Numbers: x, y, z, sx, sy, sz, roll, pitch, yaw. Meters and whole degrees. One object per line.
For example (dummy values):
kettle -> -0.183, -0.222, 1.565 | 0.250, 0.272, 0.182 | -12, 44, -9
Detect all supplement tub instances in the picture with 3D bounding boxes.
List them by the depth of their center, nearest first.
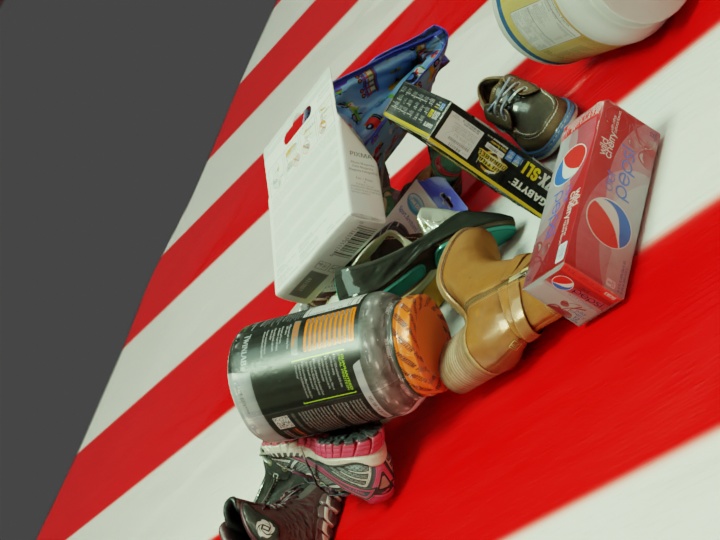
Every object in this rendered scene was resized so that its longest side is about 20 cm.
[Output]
supplement tub -> -0.017, 0.091, 1.541 | 0.200, 0.123, 0.123 | -14, 38, 26
supplement tub -> 0.235, -0.293, 1.618 | 0.145, 0.145, 0.200 | -62, 17, -12

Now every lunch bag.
lunch bag -> 0.032, -0.189, 1.821 | 0.200, 0.094, 0.151 | -40, -13, -21

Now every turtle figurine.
turtle figurine -> 0.067, -0.099, 1.841 | 0.150, 0.101, 0.200 | -52, -2, -34

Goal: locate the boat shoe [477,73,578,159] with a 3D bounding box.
boat shoe -> 0.170, -0.171, 1.714 | 0.072, 0.072, 0.200 | -58, 16, 2

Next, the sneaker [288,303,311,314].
sneaker -> -0.081, 0.106, 1.971 | 0.200, 0.078, 0.099 | -55, 7, -14

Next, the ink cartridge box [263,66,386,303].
ink cartridge box -> -0.042, -0.090, 1.694 | 0.163, 0.057, 0.200 | -46, 36, 43

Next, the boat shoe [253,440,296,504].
boat shoe -> -0.080, 0.202, 1.771 | 0.200, 0.071, 0.072 | -59, 17, -2

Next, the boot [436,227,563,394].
boot -> 0.138, 0.006, 1.486 | 0.155, 0.077, 0.200 | -43, 22, 41

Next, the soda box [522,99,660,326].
soda box -> 0.206, -0.054, 1.406 | 0.063, 0.070, 0.200 | -39, 26, 50

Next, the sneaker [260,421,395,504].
sneaker -> -0.036, 0.193, 1.604 | 0.081, 0.075, 0.200 | -23, 10, -26

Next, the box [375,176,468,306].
box -> 0.053, -0.004, 1.740 | 0.200, 0.041, 0.119 | -51, 44, 17

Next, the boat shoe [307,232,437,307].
boat shoe -> 0.000, 0.000, 1.710 | 0.200, 0.072, 0.072 | -15, 63, 43

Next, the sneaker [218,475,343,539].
sneaker -> -0.085, 0.244, 1.634 | 0.076, 0.115, 0.200 | -49, 19, 29

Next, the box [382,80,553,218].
box -> 0.118, -0.123, 1.628 | 0.049, 0.160, 0.200 | -58, 17, 4

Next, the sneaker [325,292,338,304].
sneaker -> 0.013, 0.080, 1.653 | 0.200, 0.075, 0.076 | 25, 88, 56

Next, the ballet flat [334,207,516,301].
ballet flat -> 0.061, -0.024, 1.617 | 0.200, 0.068, 0.068 | -28, -21, -12

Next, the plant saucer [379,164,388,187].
plant saucer -> 0.002, -0.080, 1.948 | 0.201, 0.039, 0.201 | 5, -90, -70
